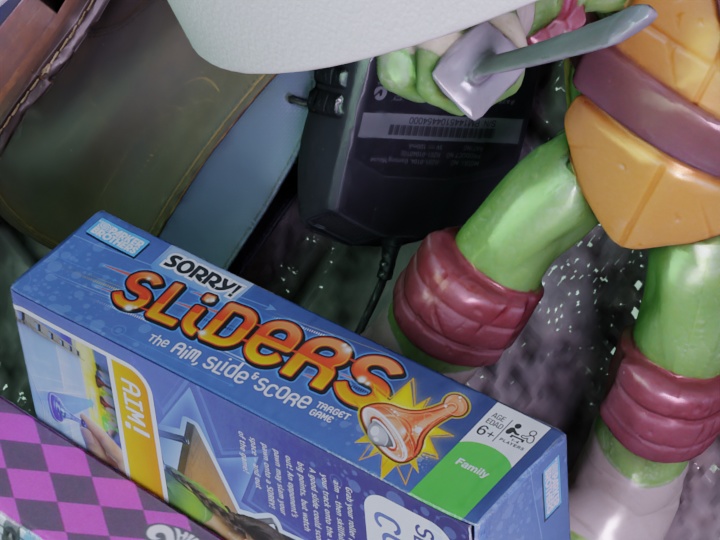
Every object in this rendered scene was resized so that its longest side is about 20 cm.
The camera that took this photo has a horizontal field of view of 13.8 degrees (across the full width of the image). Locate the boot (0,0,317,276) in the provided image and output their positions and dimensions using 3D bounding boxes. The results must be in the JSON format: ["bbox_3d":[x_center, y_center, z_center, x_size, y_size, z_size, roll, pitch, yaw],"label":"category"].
[{"bbox_3d":[-0.024,-0.078,0.804,0.097,0.075,0.200,43,106,2],"label":"boot"}]

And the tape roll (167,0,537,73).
[{"bbox_3d":[0.043,-0.111,0.661,0.202,0.203,0.037,-13,115,38],"label":"tape roll"}]

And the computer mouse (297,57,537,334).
[{"bbox_3d":[0.000,0.000,0.781,0.034,0.059,0.200,37,117,51],"label":"computer mouse"}]

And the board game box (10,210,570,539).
[{"bbox_3d":[-0.011,0.092,0.720,0.135,0.034,0.200,26,141,29],"label":"board game box"}]

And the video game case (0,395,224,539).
[{"bbox_3d":[-0.042,0.141,0.718,0.200,0.036,0.182,30,133,25],"label":"video game case"}]

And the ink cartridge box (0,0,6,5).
[{"bbox_3d":[-0.101,-0.122,0.747,0.084,0.144,0.200,43,140,-14],"label":"ink cartridge box"}]

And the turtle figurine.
[{"bbox_3d":[0.063,-0.002,0.660,0.194,0.144,0.200,-62,36,32],"label":"turtle figurine"}]
